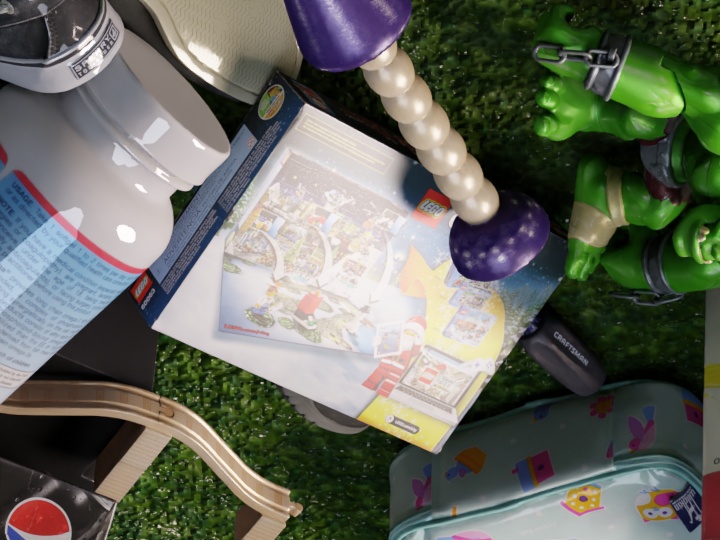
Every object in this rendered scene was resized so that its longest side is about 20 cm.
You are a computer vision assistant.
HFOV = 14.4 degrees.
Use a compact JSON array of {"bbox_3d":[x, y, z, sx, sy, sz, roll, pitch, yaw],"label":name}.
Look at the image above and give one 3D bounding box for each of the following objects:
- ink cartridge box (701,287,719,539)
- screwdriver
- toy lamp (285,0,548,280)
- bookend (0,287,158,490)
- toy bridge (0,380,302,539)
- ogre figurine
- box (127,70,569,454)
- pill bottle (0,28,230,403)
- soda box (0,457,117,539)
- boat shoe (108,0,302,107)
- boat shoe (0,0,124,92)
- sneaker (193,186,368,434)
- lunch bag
[{"bbox_3d":[0.252,0.077,1.448,0.145,0.200,0.084,-14,129,20],"label":"ink cartridge box"},{"bbox_3d":[0.070,0.004,1.515,0.029,0.028,0.200,-41,124,2],"label":"screwdriver"},{"bbox_3d":[0.022,-0.078,1.336,0.058,0.058,0.200,-16,131,21],"label":"toy lamp"},{"bbox_3d":[-0.177,0.001,1.487,0.198,0.092,0.200,23,133,-21],"label":"bookend"},{"bbox_3d":[-0.118,0.093,1.496,0.200,0.027,0.067,22,131,-21],"label":"toy bridge"},{"bbox_3d":[0.158,-0.052,1.403,0.120,0.098,0.200,6,124,25],"label":"ogre figurine"},{"bbox_3d":[0.000,0.000,1.437,0.200,0.038,0.137,26,105,-37],"label":"box"},{"bbox_3d":[-0.160,-0.018,1.331,0.200,0.109,0.109,-42,123,12],"label":"pill bottle"},{"bbox_3d":[-0.186,0.136,1.489,0.071,0.063,0.200,22,171,-14],"label":"soda box"},{"bbox_3d":[-0.104,-0.146,1.357,0.200,0.072,0.068,36,166,-37],"label":"boat shoe"},{"bbox_3d":[-0.197,-0.130,1.318,0.199,0.074,0.068,20,154,45],"label":"boat shoe"},{"bbox_3d":[-0.016,0.012,1.497,0.082,0.073,0.200,-14,135,17],"label":"sneaker"},{"bbox_3d":[0.128,0.148,1.623,0.200,0.077,0.161,-16,133,21],"label":"lunch bag"}]
